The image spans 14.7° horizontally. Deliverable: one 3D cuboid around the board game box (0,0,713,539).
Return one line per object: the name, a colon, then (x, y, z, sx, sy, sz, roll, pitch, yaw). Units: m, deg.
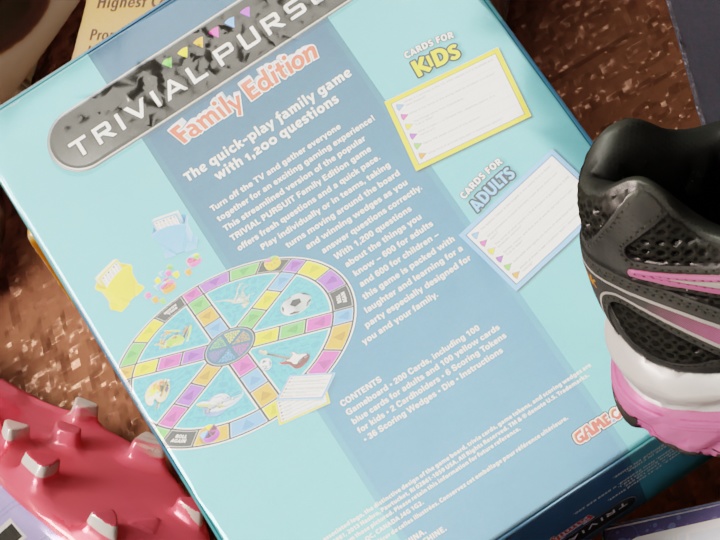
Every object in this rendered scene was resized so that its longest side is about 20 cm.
board game box: (0.000, 0.000, 0.809, 0.151, 0.047, 0.200, -33, 66, -2)

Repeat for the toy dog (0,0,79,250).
toy dog: (-0.153, -0.089, 1.006, 0.194, 0.140, 0.200, 22, 88, 45)

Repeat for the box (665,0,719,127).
box: (0.173, -0.122, 0.745, 0.200, 0.104, 0.182, -16, 31, 9)

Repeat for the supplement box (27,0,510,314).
supplement box: (-0.021, -0.079, 0.921, 0.126, 0.074, 0.200, 3, 64, 16)

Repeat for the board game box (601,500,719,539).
board game box: (0.160, 0.111, 0.726, 0.200, 0.034, 0.135, -15, 55, 27)

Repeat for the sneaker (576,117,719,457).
sneaker: (0.143, -0.022, 0.649, 0.200, 0.086, 0.080, -21, 37, 10)

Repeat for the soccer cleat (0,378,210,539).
soccer cleat: (-0.123, 0.075, 0.936, 0.200, 0.067, 0.077, 31, 114, 37)
